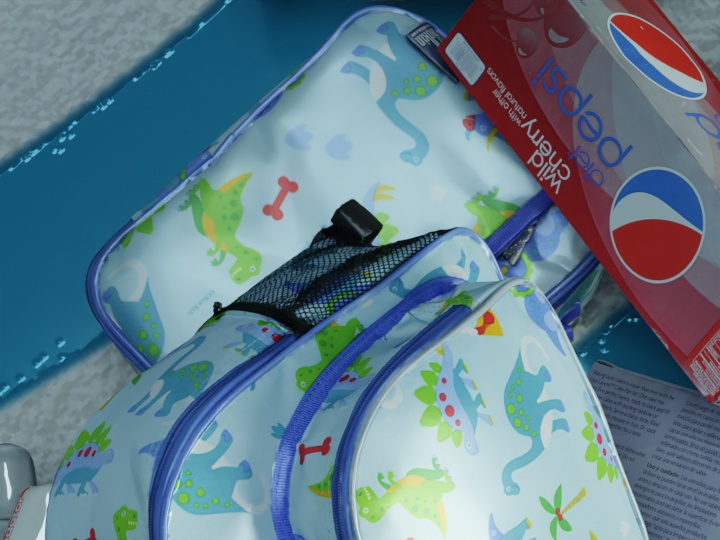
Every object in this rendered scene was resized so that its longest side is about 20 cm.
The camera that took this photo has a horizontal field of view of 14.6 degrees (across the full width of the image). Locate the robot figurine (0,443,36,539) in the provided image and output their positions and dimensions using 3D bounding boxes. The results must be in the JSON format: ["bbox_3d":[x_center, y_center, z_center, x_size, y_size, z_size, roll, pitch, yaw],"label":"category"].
[{"bbox_3d":[-0.156,0.174,1.143,0.169,0.113,0.200,-4,74,-5],"label":"robot figurine"}]

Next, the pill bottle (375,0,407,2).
[{"bbox_3d":[0.045,-0.176,1.219,0.200,0.111,0.111,-7,75,2],"label":"pill bottle"}]

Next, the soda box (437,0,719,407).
[{"bbox_3d":[0.120,-0.040,1.124,0.063,0.070,0.200,-50,61,29],"label":"soda box"}]

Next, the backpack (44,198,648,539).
[{"bbox_3d":[-0.003,0.093,1.034,0.200,0.147,0.183,-33,108,-35],"label":"backpack"}]

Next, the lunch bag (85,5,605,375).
[{"bbox_3d":[0.000,0.000,1.194,0.200,0.082,0.161,-41,79,-5],"label":"lunch bag"}]

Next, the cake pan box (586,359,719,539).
[{"bbox_3d":[0.120,0.139,1.102,0.200,0.052,0.184,15,72,54],"label":"cake pan box"}]

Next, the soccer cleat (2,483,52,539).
[{"bbox_3d":[-0.061,0.135,1.120,0.200,0.069,0.085,15,77,-36],"label":"soccer cleat"}]
